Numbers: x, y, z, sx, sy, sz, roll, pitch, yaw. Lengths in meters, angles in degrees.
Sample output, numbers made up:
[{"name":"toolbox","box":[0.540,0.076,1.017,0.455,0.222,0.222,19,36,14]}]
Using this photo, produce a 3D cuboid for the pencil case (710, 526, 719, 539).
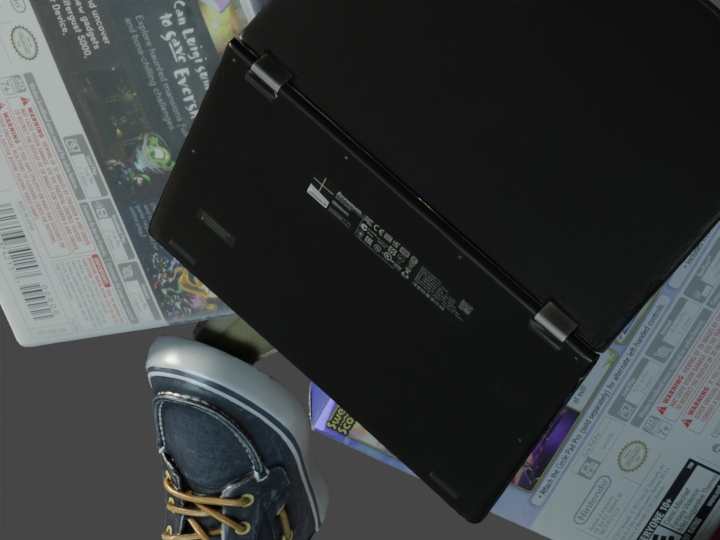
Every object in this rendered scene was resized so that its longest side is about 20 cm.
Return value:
[{"name":"pencil case","box":[0.226,0.136,1.214,0.199,0.089,0.088,29,136,-4]}]

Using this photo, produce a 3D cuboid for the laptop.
[{"name":"laptop","box":[0.042,-0.040,1.053,0.187,0.116,0.200,42,140,10]}]

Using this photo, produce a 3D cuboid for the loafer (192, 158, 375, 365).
[{"name":"loafer","box":[0.000,0.000,1.189,0.068,0.076,0.200,46,132,-12]}]

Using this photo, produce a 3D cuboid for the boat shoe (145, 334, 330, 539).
[{"name":"boat shoe","box":[-0.066,0.109,1.260,0.071,0.091,0.200,15,157,21]}]

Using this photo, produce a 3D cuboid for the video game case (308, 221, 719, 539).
[{"name":"video game case","box":[0.102,0.015,1.110,0.181,0.045,0.201,25,111,-14]}]

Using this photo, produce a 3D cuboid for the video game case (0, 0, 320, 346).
[{"name":"video game case","box":[-0.105,-0.066,1.132,0.181,0.023,0.201,-9,117,26]}]
